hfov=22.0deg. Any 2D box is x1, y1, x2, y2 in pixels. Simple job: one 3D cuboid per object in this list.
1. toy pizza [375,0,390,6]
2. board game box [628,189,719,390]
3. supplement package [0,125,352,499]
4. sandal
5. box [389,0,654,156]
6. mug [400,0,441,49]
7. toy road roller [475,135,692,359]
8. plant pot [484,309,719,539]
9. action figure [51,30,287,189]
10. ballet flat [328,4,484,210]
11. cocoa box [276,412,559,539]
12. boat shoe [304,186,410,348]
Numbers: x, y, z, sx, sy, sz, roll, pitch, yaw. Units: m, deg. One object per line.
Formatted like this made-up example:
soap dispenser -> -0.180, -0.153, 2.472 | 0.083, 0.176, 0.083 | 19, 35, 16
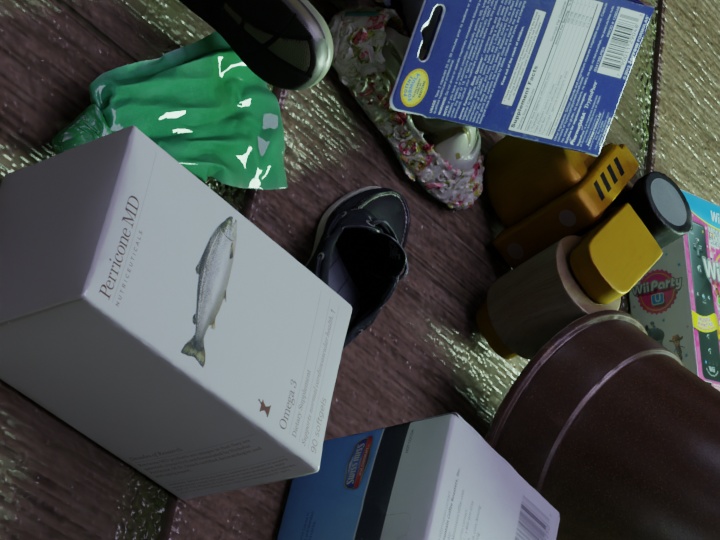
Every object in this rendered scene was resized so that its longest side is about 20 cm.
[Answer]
toy pizza -> -0.024, -0.279, 1.319 | 0.200, 0.032, 0.201 | -21, 90, -84
board game box -> 0.304, 0.043, 1.659 | 0.147, 0.064, 0.201 | 15, 65, -50
supplement package -> -0.116, 0.030, 1.069 | 0.200, 0.117, 0.117 | 40, 49, -37
sandal -> -0.079, -0.195, 1.187 | 0.057, 0.080, 0.201 | -26, 70, -38
box -> 0.112, -0.159, 1.343 | 0.199, 0.032, 0.122 | 9, 108, -35
mug -> 0.103, -0.232, 1.443 | 0.200, 0.147, 0.177 | -37, 123, -79
toy road roller -> 0.152, -0.038, 1.450 | 0.146, 0.123, 0.200 | 52, 39, -5
plant pot -> 0.218, 0.160, 1.326 | 0.200, 0.198, 0.201 | -27, 132, -35
action figure -> -0.120, -0.094, 1.160 | 0.200, 0.054, 0.119 | -19, 95, -57
ballet flat -> 0.046, -0.118, 1.379 | 0.200, 0.064, 0.076 | 46, 47, -33
cocoa box -> 0.025, 0.215, 1.173 | 0.133, 0.131, 0.201 | 44, 46, -35
boat shoe -> -0.001, -0.002, 1.272 | 0.199, 0.066, 0.075 | -44, 112, -50
